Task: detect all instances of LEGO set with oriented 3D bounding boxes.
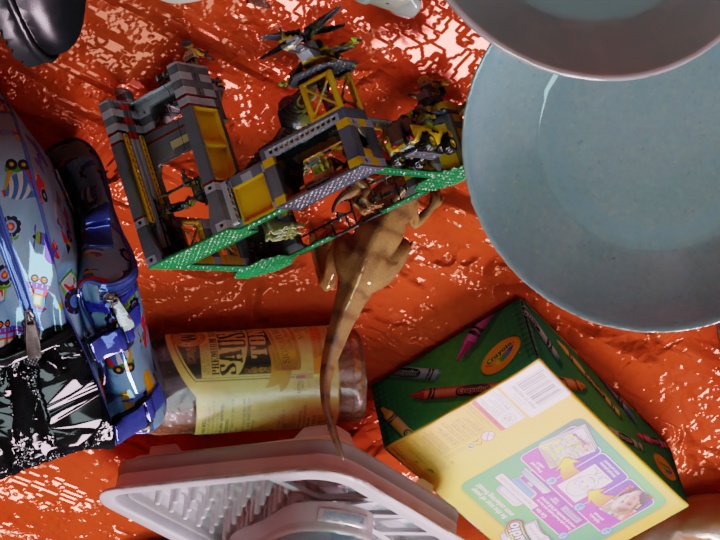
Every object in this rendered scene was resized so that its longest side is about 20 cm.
[{"bbox_3d":[-0.044,-0.080,1.198,0.200,0.116,0.154,-27,165,38],"label":"LEGO set"}]

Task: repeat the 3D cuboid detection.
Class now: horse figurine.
[{"bbox_3d":[0.229,0.208,1.545,0.200,0.050,0.133,-23,117,22],"label":"horse figurine"}]

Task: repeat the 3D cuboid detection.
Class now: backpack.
[{"bbox_3d":[-0.193,-0.011,1.176,0.134,0.183,0.200,-16,123,-8],"label":"backpack"}]

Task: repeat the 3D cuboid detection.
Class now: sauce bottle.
[{"bbox_3d":[-0.098,0.069,1.341,0.200,0.066,0.066,-3,134,-11],"label":"sauce bottle"}]

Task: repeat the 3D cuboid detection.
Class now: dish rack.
[{"bbox_3d":[-0.046,0.144,1.387,0.200,0.044,0.172,-10,152,33],"label":"dish rack"}]

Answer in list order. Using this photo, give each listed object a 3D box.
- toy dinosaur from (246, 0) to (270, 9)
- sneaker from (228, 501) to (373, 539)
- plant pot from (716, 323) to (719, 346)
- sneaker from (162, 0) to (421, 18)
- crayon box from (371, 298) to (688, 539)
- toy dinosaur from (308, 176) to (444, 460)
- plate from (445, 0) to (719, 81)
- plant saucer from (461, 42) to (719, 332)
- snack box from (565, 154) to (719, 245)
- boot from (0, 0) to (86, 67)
[{"bbox_3d":[0.027,-0.238,1.032,0.181,0.105,0.200,-13,143,-37],"label":"toy dinosaur"},{"bbox_3d":[-0.047,0.203,1.367,0.074,0.082,0.200,13,157,-10],"label":"sneaker"},{"bbox_3d":[0.316,0.080,1.365,0.200,0.200,0.183,-26,118,13],"label":"plant pot"},{"bbox_3d":[-0.010,-0.160,1.134,0.200,0.070,0.093,-20,128,3],"label":"sneaker"},{"bbox_3d":[0.113,0.116,1.434,0.119,0.058,0.200,-31,131,18],"label":"crayon box"},{"bbox_3d":[0.000,0.000,1.261,0.060,0.106,0.200,24,89,-9],"label":"toy dinosaur"},{"bbox_3d":[0.112,-0.189,1.082,0.200,0.200,0.026,3,171,-14],"label":"plate"},{"bbox_3d":[0.154,-0.068,1.147,0.201,0.039,0.201,2,102,9],"label":"plant saucer"},{"bbox_3d":[0.218,-0.050,1.250,0.200,0.068,0.169,-21,157,14],"label":"snack box"},{"bbox_3d":[-0.116,-0.199,1.071,0.168,0.076,0.200,-11,128,4],"label":"boot"}]
